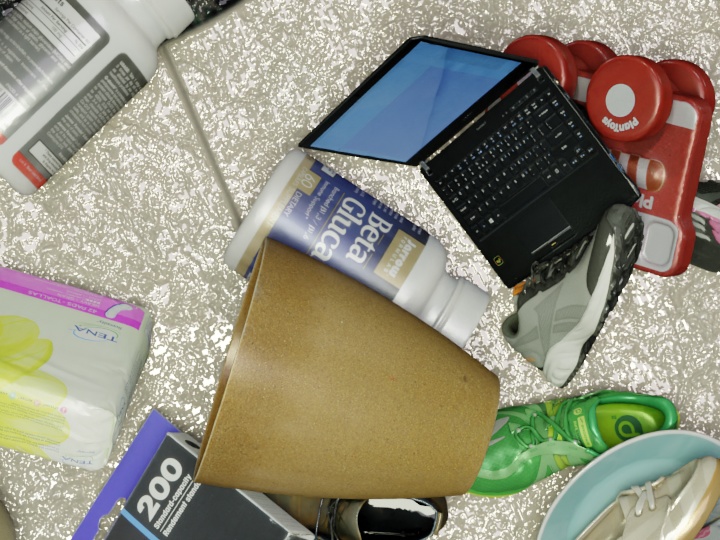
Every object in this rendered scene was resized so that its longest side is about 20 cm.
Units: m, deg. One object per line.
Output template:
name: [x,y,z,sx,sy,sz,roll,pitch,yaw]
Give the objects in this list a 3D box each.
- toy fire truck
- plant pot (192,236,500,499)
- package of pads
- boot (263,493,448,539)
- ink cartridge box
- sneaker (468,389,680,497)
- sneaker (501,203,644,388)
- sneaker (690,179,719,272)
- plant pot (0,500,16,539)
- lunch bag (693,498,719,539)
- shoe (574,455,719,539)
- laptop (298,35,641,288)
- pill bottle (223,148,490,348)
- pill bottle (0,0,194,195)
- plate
toy fire truck: [0.184,-0.095,1.379,0.199,0.112,0.170,17,103,32]
plant pot: [-0.005,0.095,1.271,0.198,0.186,0.188,18,86,-5]
package of pads: [-0.270,0.067,1.327,0.198,0.155,0.069,15,122,-3]
boot: [-0.026,0.175,1.331,0.198,0.097,0.076,6,88,-4]
ink cartridge box: [-0.160,0.233,1.322,0.199,0.043,0.199,32,91,35]
sneaker: [0.163,0.129,1.387,0.198,0.084,0.075,-12,69,-8]
sneaker: [0.164,0.016,1.353,0.079,0.201,0.074,32,51,8]
sneaker: [0.327,-0.043,1.430,0.198,0.080,0.087,23,62,-1]
plant pot: [-0.343,0.216,1.314,0.134,0.199,0.202,15,85,-38]
lunch bag: [0.297,0.270,1.346,0.169,0.127,0.200,40,104,-17]
shoe: [0.201,0.211,1.322,0.053,0.070,0.200,41,102,-8]
laptop: [0.083,-0.079,1.340,0.103,0.177,0.201,-37,89,-40]
pill bottle: [0.000,0.000,1.374,0.199,0.111,0.112,32,85,-2]
pill bottle: [-0.233,-0.166,1.364,0.200,0.116,0.116,-44,91,-6]
plate: [0.228,0.213,1.390,0.198,0.026,0.202,-8,116,-16]
